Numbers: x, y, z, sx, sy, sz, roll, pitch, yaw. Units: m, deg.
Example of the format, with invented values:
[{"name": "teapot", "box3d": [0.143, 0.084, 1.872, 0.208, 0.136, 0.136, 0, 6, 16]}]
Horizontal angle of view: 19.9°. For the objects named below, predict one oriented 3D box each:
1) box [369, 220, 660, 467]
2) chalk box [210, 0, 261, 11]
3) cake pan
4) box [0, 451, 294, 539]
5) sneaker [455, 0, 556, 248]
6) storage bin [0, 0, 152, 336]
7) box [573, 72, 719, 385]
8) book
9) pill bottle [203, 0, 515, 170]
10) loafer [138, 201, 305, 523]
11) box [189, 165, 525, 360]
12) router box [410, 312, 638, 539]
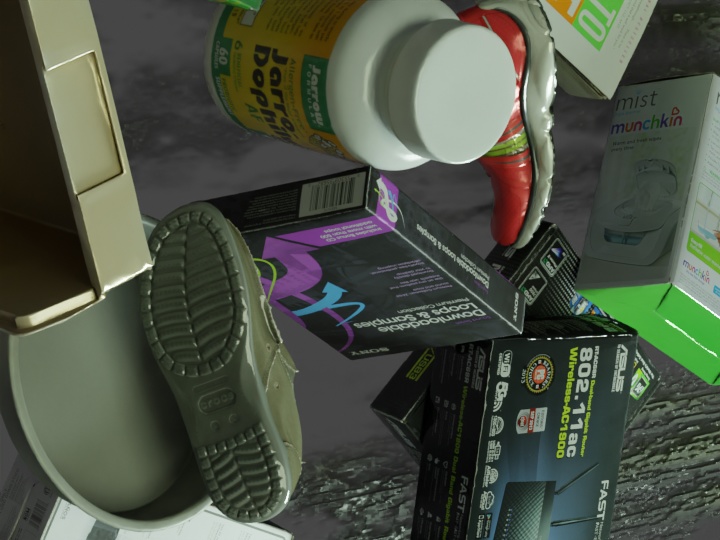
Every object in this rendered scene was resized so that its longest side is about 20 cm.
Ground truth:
[{"name": "box", "box3d": [0.123, 0.093, 1.556, 0.193, 0.047, 0.200, -52, 129, -18]}, {"name": "chalk box", "box3d": [-0.115, -0.233, 1.203, 0.200, 0.124, 0.124, 20, 89, -41]}, {"name": "cake pan", "box3d": [-0.149, 0.064, 1.274, 0.200, 0.037, 0.201, 17, 67, -45]}, {"name": "box", "box3d": [-0.150, 0.193, 1.344, 0.200, 0.060, 0.117, 25, 87, -41]}, {"name": "sneaker", "box3d": [0.093, -0.106, 1.463, 0.085, 0.077, 0.201, -4, 124, -2]}, {"name": "storage bin", "box3d": [-0.219, -0.087, 1.109, 0.094, 0.198, 0.201, -29, 120, -35]}, {"name": "box", "box3d": [0.274, -0.029, 1.583, 0.200, 0.096, 0.177, 31, 64, -41]}, {"name": "book", "box3d": [0.138, -0.234, 1.475, 0.200, 0.048, 0.134, 37, 76, -38]}, {"name": "pill bottle", "box3d": [0.000, -0.124, 1.281, 0.112, 0.200, 0.113, -13, 111, -38]}, {"name": "loafer", "box3d": [-0.083, 0.056, 1.280, 0.070, 0.075, 0.201, -12, 89, -71]}, {"name": "box", "box3d": [0.000, 0.000, 1.345, 0.200, 0.143, 0.036, 35, 53, -48]}, {"name": "router box", "box3d": [0.119, 0.134, 1.494, 0.149, 0.062, 0.201, -2, 104, -39]}]
